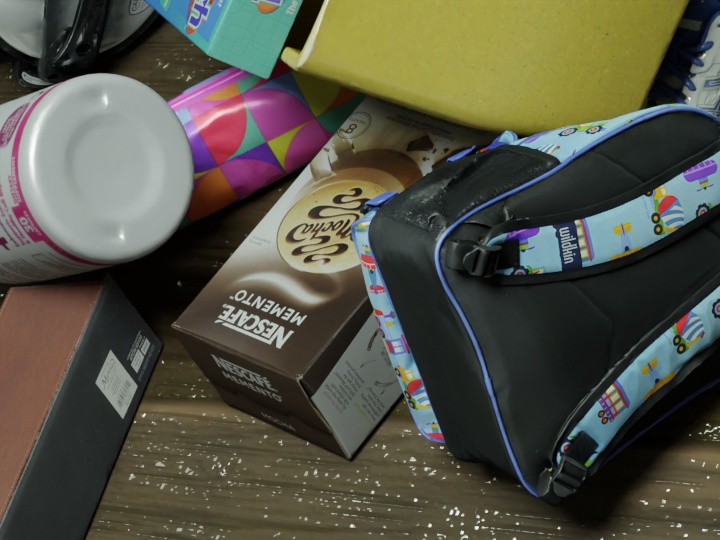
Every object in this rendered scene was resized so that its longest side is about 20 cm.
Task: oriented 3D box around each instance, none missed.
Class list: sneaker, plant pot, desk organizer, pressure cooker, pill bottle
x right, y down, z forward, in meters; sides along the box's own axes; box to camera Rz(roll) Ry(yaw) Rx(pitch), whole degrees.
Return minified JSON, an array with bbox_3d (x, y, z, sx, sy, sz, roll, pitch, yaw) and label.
[{"bbox_3d":[0.192,-0.119,1.550,0.075,0.088,0.200,18,62,38],"label":"sneaker"},{"bbox_3d":[0.081,-0.171,1.514,0.194,0.200,0.196,-130,64,-79],"label":"plant pot"},{"bbox_3d":[-0.198,0.102,1.577,0.077,0.072,0.200,-4,48,30],"label":"desk organizer"},{"bbox_3d":[-0.222,-0.235,1.834,0.179,0.176,0.200,-41,39,-6],"label":"pressure cooker"},{"bbox_3d":[-0.196,-0.051,1.610,0.200,0.113,0.113,-11,39,57],"label":"pill bottle"}]

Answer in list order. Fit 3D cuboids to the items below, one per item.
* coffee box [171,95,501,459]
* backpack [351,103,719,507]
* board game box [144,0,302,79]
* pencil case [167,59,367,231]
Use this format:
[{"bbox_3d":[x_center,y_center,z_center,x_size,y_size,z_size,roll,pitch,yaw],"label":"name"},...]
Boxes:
[{"bbox_3d":[0.000,0.000,1.552,0.113,0.080,0.200,20,62,40],"label":"coffee box"},{"bbox_3d":[0.119,0.001,1.418,0.200,0.183,0.135,-31,23,-21],"label":"backpack"},{"bbox_3d":[-0.072,-0.213,1.570,0.152,0.045,0.200,-66,26,9],"label":"board game box"},{"bbox_3d":[-0.072,-0.098,1.685,0.200,0.088,0.088,-31,42,2],"label":"pencil case"}]
